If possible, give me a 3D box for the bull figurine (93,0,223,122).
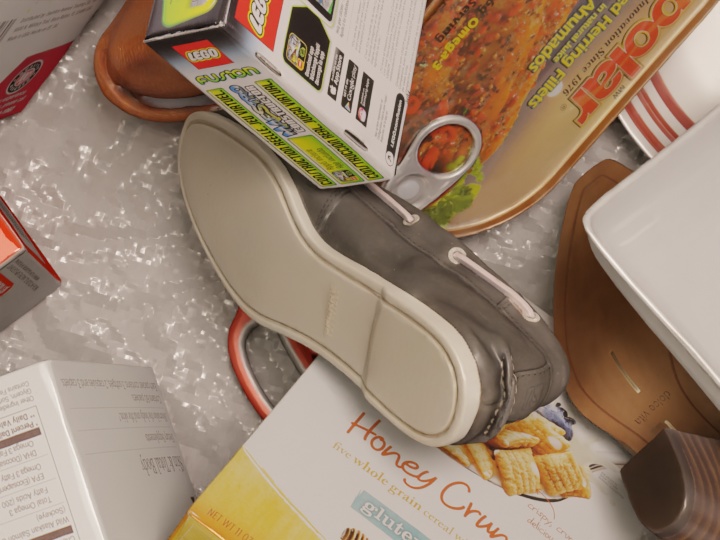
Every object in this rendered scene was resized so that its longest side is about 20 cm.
[{"bbox_3d":[-0.028,-0.139,0.864,0.121,0.065,0.200,30,85,0],"label":"bull figurine"}]

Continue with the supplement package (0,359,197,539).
[{"bbox_3d":[-0.130,0.152,0.772,0.151,0.152,0.200,-20,84,7],"label":"supplement package"}]

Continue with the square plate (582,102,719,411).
[{"bbox_3d":[0.186,0.023,0.796,0.200,0.028,0.198,51,44,1],"label":"square plate"}]

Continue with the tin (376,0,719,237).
[{"bbox_3d":[0.068,-0.099,0.819,0.112,0.042,0.200,30,109,-35],"label":"tin"}]

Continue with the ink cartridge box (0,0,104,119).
[{"bbox_3d":[-0.137,-0.145,0.785,0.086,0.148,0.200,41,112,6],"label":"ink cartridge box"}]

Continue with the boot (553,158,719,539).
[{"bbox_3d":[0.157,0.059,0.825,0.146,0.070,0.200,23,45,-32],"label":"boot"}]

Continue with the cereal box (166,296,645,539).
[{"bbox_3d":[0.033,0.084,0.793,0.144,0.040,0.200,36,44,3],"label":"cereal box"}]

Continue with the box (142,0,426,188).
[{"bbox_3d":[-0.013,-0.144,0.754,0.035,0.110,0.200,-6,61,34],"label":"box"}]

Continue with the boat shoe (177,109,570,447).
[{"bbox_3d":[0.000,0.000,0.783,0.057,0.200,0.067,-8,126,-37],"label":"boat shoe"}]

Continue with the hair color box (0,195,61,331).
[{"bbox_3d":[-0.221,0.036,0.817,0.200,0.111,0.064,-36,85,-4],"label":"hair color box"}]

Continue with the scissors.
[{"bbox_3d":[-0.053,-0.017,0.874,0.073,0.014,0.200,-35,85,-5],"label":"scissors"}]

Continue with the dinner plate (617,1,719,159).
[{"bbox_3d":[0.193,-0.114,0.882,0.200,0.024,0.200,0,84,-4],"label":"dinner plate"}]
